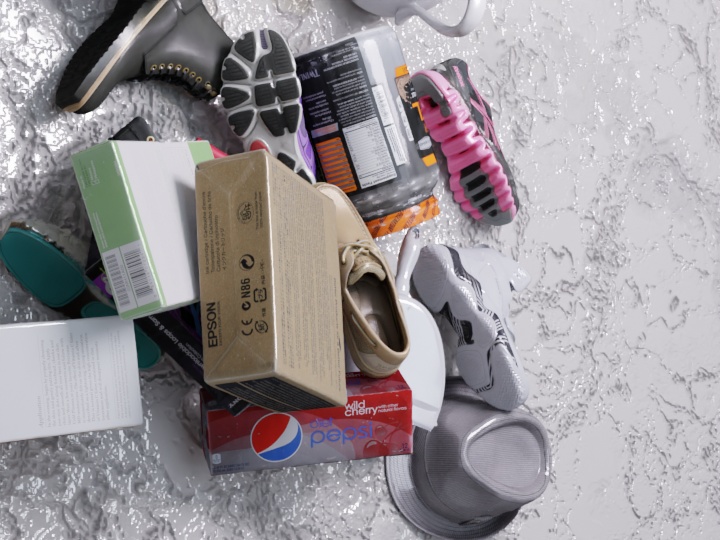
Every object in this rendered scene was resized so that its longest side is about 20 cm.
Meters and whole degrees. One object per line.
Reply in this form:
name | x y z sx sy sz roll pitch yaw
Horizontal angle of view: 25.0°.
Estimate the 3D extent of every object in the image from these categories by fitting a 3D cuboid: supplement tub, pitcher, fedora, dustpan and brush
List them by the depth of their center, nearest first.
dustpan and brush | 0.037 0.046 1.640 0.139 0.057 0.202 22 78 -20
supplement tub | 0.007 -0.139 1.661 0.122 0.122 0.202 -23 98 -38
pitcher | 0.063 -0.311 1.682 0.120 0.199 0.173 15 74 -36
fedora | 0.130 0.199 1.726 0.199 0.090 0.179 17 73 -36

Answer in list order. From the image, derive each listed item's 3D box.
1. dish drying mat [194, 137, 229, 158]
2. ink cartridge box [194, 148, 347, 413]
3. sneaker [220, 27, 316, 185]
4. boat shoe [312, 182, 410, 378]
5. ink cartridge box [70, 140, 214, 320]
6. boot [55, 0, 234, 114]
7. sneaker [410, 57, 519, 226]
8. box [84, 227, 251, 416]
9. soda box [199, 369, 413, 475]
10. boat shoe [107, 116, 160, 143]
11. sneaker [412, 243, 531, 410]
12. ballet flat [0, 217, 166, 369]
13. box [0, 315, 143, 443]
dish drying mat | -0.093 -0.045 1.585 0.199 0.018 0.077 31 91 -11
ink cartridge box | -0.078 0.015 1.443 0.165 0.074 0.202 37 46 -64
sneaker | -0.087 -0.144 1.612 0.084 0.080 0.202 -79 161 -68
boat shoe | 0.000 0.000 1.548 0.071 0.065 0.201 -19 77 -25
ink cartridge box | -0.169 -0.040 1.420 0.200 0.048 0.147 -14 86 -73
boot | -0.189 -0.189 1.546 0.139 0.077 0.201 49 58 -27
sneaker | 0.128 -0.147 1.798 0.095 0.079 0.201 -45 113 -46
box | -0.170 0.027 1.496 0.200 0.036 0.143 48 15 -24
soda box | -0.051 0.142 1.545 0.198 0.063 0.071 -5 107 -11
boat shoe | -0.163 -0.057 1.520 0.063 0.074 0.202 -44 117 -7
sneaker | 0.145 0.051 1.742 0.114 0.075 0.201 -12 63 -42
ballet flat | -0.250 0.013 1.478 0.200 0.071 0.072 46 58 -27
box | -0.303 0.097 1.374 0.199 0.124 0.099 -3 85 -38
